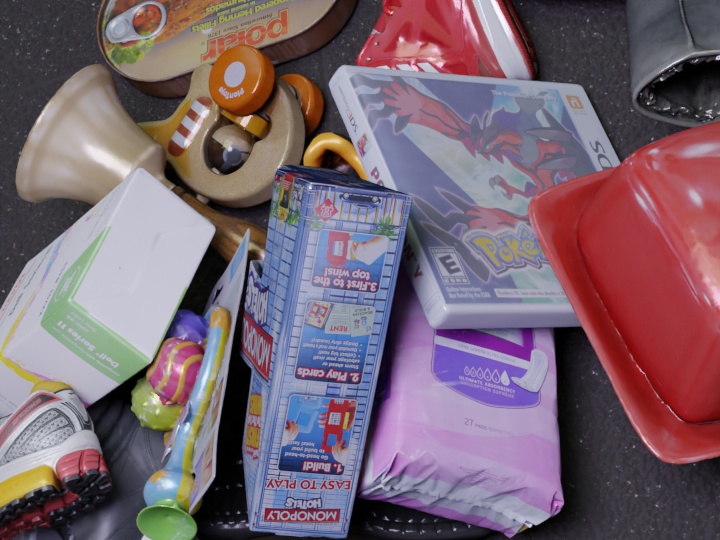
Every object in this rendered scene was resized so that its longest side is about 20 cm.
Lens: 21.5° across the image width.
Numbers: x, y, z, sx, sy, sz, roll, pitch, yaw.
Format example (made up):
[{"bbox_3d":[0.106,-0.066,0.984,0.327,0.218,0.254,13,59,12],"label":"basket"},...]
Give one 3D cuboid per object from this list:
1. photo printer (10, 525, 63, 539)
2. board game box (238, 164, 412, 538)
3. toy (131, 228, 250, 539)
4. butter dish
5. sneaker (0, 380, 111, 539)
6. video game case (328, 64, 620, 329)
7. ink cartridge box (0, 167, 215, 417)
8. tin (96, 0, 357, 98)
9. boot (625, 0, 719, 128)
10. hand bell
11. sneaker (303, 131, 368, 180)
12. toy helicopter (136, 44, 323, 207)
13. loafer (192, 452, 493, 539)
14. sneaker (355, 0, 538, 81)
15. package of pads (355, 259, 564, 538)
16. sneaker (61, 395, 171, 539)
[{"bbox_3d":[-0.295,0.253,1.239,0.198,0.069,0.168,-8,65,19],"label":"photo printer"},{"bbox_3d":[-0.033,0.044,1.105,0.061,0.200,0.202,7,95,-13],"label":"board game box"},{"bbox_3d":[-0.113,0.075,1.155,0.047,0.116,0.201,17,44,-16],"label":"toy"},{"bbox_3d":[0.226,-0.019,1.081,0.198,0.148,0.201,-13,60,-20],"label":"butter dish"},{"bbox_3d":[-0.243,0.132,1.178,0.199,0.078,0.083,-24,65,18],"label":"sneaker"},{"bbox_3d":[0.093,-0.045,1.161,0.023,0.198,0.183,-51,50,42],"label":"video game case"},{"bbox_3d":[-0.186,0.032,1.219,0.200,0.067,0.118,-34,26,47],"label":"ink cartridge box"},{"bbox_3d":[-0.095,-0.192,1.371,0.198,0.042,0.113,-16,59,14],"label":"tin"},{"bbox_3d":[0.175,-0.161,1.197,0.180,0.073,0.201,-12,45,16],"label":"boot"},{"bbox_3d":[-0.116,-0.041,1.244,0.199,0.104,0.105,32,81,11],"label":"hand bell"},{"bbox_3d":[0.000,0.000,1.229,0.078,0.077,0.202,-22,63,9],"label":"sneaker"},{"bbox_3d":[-0.125,-0.079,1.327,0.198,0.079,0.134,0,77,33],"label":"toy helicopter"},{"bbox_3d":[-0.010,0.148,1.178,0.198,0.072,0.074,1,53,5],"label":"loafer"},{"bbox_3d":[0.029,-0.196,1.276,0.115,0.078,0.202,-27,82,13],"label":"sneaker"},{"bbox_3d":[0.057,0.053,1.141,0.076,0.120,0.202,-42,37,48],"label":"package of pads"},{"bbox_3d":[-0.181,0.170,1.211,0.099,0.071,0.201,30,73,-2],"label":"sneaker"}]
